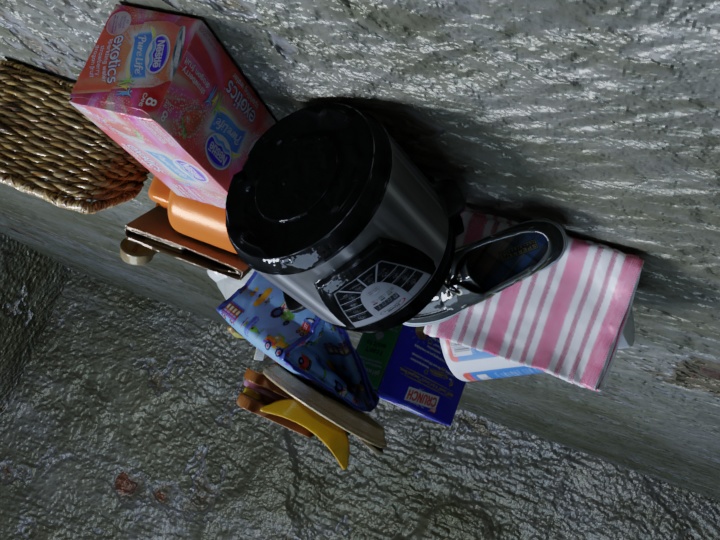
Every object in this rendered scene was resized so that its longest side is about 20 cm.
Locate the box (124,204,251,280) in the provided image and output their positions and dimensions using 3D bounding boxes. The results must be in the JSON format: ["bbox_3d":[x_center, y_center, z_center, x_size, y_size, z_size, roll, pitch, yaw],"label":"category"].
[{"bbox_3d":[-0.190,-0.060,1.021,0.163,0.021,0.200,19,-153,8],"label":"box"}]

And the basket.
[{"bbox_3d":[-0.369,-0.144,0.951,0.200,0.149,0.143,19,167,8],"label":"basket"}]

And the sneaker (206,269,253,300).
[{"bbox_3d":[-0.137,0.004,1.125,0.200,0.076,0.092,-21,97,43],"label":"sneaker"}]

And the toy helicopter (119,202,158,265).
[{"bbox_3d":[-0.270,-0.064,1.109,0.132,0.200,0.079,36,132,20],"label":"toy helicopter"}]

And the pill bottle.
[{"bbox_3d":[0.199,0.061,0.865,0.200,0.112,0.112,-11,152,29],"label":"pill bottle"}]

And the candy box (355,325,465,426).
[{"bbox_3d":[0.089,0.101,1.099,0.077,0.200,0.169,7,161,48],"label":"candy box"}]

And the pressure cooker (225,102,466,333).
[{"bbox_3d":[-0.005,-0.039,0.723,0.176,0.179,0.200,11,160,37],"label":"pressure cooker"}]

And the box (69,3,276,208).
[{"bbox_3d":[-0.163,-0.143,0.720,0.095,0.103,0.200,17,166,20],"label":"box"}]

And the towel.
[{"bbox_3d":[0.173,0.028,0.790,0.200,0.147,0.030,18,-168,18],"label":"towel"}]

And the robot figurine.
[{"bbox_3d":[-0.154,-0.081,0.929,0.200,0.117,0.144,20,136,6],"label":"robot figurine"}]

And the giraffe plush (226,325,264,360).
[{"bbox_3d":[-0.183,0.053,1.513,0.172,0.200,0.162,24,-163,-27],"label":"giraffe plush"}]

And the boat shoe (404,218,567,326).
[{"bbox_3d":[0.110,0.002,0.770,0.200,0.069,0.057,-28,174,23],"label":"boat shoe"}]

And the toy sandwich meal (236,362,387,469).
[{"bbox_3d":[-0.062,0.183,0.953,0.205,0.070,0.205,32,175,3],"label":"toy sandwich meal"}]

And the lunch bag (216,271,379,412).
[{"bbox_3d":[-0.064,0.103,0.969,0.150,0.094,0.200,29,160,45],"label":"lunch bag"}]
